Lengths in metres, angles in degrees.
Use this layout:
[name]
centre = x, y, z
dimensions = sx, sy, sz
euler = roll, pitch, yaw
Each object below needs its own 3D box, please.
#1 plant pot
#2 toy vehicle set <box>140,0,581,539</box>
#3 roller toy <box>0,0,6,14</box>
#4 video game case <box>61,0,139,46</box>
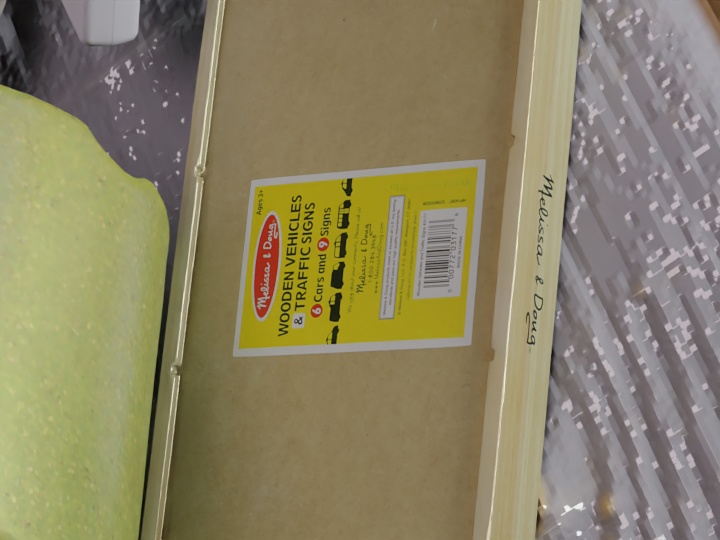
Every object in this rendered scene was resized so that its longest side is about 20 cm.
[plant pot]
centre = -0.138, 0.050, 0.757
dimensions = 0.199, 0.200, 0.185
euler = -7, 57, 31
[toy vehicle set]
centre = 0.000, 0.000, 0.785
dimensions = 0.124, 0.026, 0.201
euler = -3, 74, 33
[roller toy]
centre = -0.219, -0.112, 0.883
dimensions = 0.200, 0.140, 0.182
euler = -39, 48, -5
[video game case]
centre = -0.105, -0.202, 0.829
dimensions = 0.200, 0.022, 0.183
euler = -119, 27, -44
